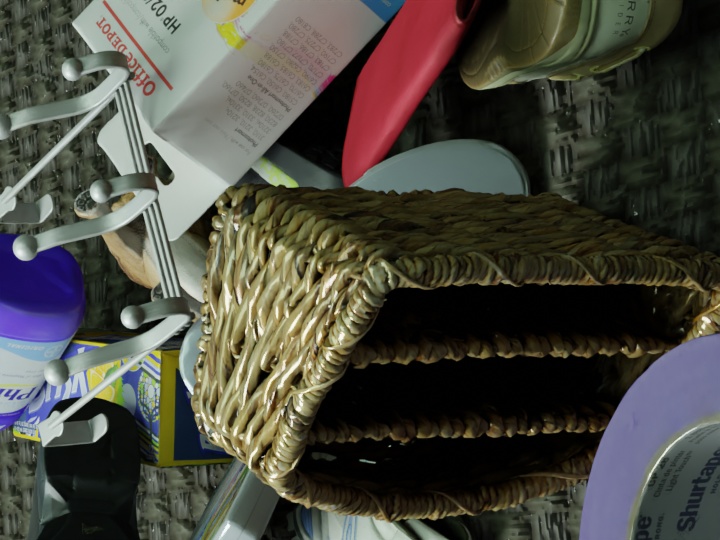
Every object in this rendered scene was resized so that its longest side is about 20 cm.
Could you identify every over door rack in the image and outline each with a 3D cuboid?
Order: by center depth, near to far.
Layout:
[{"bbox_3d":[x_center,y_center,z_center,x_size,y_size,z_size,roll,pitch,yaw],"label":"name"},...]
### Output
[{"bbox_3d":[-0.153,-0.004,1.334,0.200,0.066,0.148,133,126,-59],"label":"over door rack"}]

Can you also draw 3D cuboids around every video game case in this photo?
[{"bbox_3d":[-0.067,0.131,1.365,0.200,0.022,0.182,-58,4,43],"label":"video game case"}]

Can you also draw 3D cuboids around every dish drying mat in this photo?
[{"bbox_3d":[0.027,-0.104,1.224,0.200,0.018,0.077,127,158,-63],"label":"dish drying mat"}]

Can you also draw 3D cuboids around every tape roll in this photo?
[{"bbox_3d":[0.177,0.123,1.019,0.200,0.085,0.201,-1,89,57],"label":"tape roll"}]

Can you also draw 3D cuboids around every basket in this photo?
[{"bbox_3d":[0.044,0.046,1.122,0.149,0.199,0.143,25,110,55],"label":"basket"}]

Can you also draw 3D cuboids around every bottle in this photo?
[{"bbox_3d":[-0.235,0.059,1.560,0.200,0.083,0.065,-52,38,42],"label":"bottle"}]

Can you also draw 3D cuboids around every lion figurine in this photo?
[{"bbox_3d":[-0.086,0.005,1.433,0.072,0.123,0.200,-37,53,0],"label":"lion figurine"}]

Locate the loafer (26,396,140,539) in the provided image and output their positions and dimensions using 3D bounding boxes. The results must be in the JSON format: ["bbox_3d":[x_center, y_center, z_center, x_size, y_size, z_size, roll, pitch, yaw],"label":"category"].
[{"bbox_3d":[-0.154,0.168,1.426,0.072,0.073,0.200,108,170,-48],"label":"loafer"}]

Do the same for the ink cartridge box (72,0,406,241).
[{"bbox_3d":[-0.071,-0.127,1.346,0.200,0.068,0.115,-47,44,7],"label":"ink cartridge box"}]

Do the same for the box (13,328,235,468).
[{"bbox_3d":[-0.139,0.074,1.546,0.200,0.064,0.070,4,93,59],"label":"box"}]

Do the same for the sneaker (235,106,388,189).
[{"bbox_3d":[-0.049,-0.044,1.394,0.200,0.071,0.083,40,126,51],"label":"sneaker"}]

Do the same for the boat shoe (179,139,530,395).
[{"bbox_3d":[0.001,0.002,1.281,0.199,0.068,0.074,-40,86,13],"label":"boat shoe"}]

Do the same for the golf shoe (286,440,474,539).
[{"bbox_3d":[0.019,0.166,1.287,0.097,0.078,0.201,-29,67,48],"label":"golf shoe"}]

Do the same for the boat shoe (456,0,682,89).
[{"bbox_3d":[0.090,-0.115,1.171,0.200,0.066,0.074,-147,61,-76],"label":"boat shoe"}]
